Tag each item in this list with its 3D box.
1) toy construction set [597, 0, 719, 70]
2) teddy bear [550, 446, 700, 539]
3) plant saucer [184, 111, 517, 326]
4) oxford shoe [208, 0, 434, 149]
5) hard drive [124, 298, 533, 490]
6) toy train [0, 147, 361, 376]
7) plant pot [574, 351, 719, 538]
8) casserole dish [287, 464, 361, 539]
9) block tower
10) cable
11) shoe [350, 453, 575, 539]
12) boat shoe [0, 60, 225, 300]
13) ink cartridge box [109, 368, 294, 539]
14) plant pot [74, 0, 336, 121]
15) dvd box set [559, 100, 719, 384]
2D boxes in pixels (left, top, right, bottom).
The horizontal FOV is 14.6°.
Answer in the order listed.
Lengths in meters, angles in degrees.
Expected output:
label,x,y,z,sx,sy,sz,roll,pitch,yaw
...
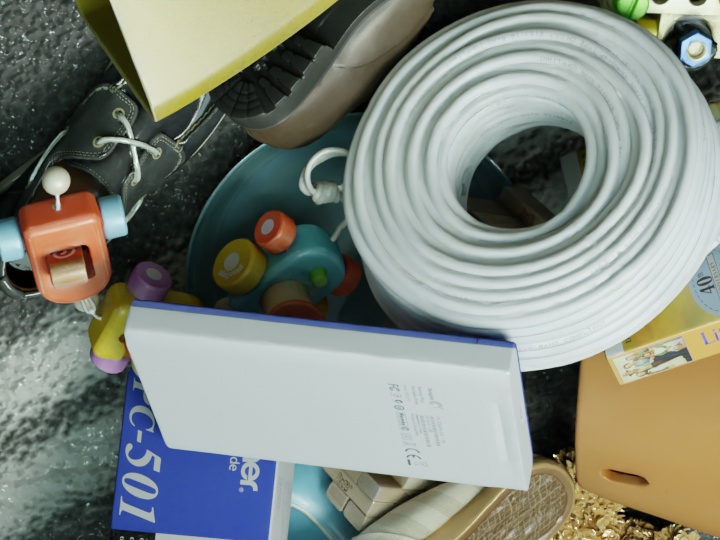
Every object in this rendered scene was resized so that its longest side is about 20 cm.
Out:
label,x,y,z,sx,sy,sz,roll,pitch,yaw
toy construction set,0.204,-0.171,1.498,0.199,0.092,0.132,7,114,3
teddy bear,0.104,0.161,1.648,0.145,0.067,0.200,-41,112,16
plant saucer,0.000,0.000,1.585,0.199,0.027,0.201,-2,114,-5
oxford shoe,0.008,-0.146,1.504,0.200,0.073,0.084,-44,146,3
hard drive,-0.014,0.066,1.470,0.199,0.025,0.132,6,150,12
toy train,-0.090,0.003,1.502,0.199,0.056,0.151,-10,137,-9
plant pot,0.195,0.060,1.554,0.139,0.200,0.201,5,115,10
casserole dish,-0.030,0.182,1.641,0.121,0.039,0.200,-24,116,26
block tower,0.044,0.049,1.558,0.058,0.054,0.200,7,117,-44
cable,0.089,-0.045,1.463,0.200,0.200,0.069,-50,150,-9
shoe,0.030,0.168,1.560,0.200,0.053,0.070,-36,124,-11
boat shoe,-0.128,-0.064,1.521,0.072,0.068,0.200,41,103,-19
ink cartridge box,-0.091,0.159,1.559,0.094,0.044,0.201,4,81,13
plant pot,-0.075,-0.221,1.394,0.176,0.200,0.201,-23,115,-8
dvd box set,0.212,-0.033,1.481,0.199,0.147,0.029,-18,139,12
